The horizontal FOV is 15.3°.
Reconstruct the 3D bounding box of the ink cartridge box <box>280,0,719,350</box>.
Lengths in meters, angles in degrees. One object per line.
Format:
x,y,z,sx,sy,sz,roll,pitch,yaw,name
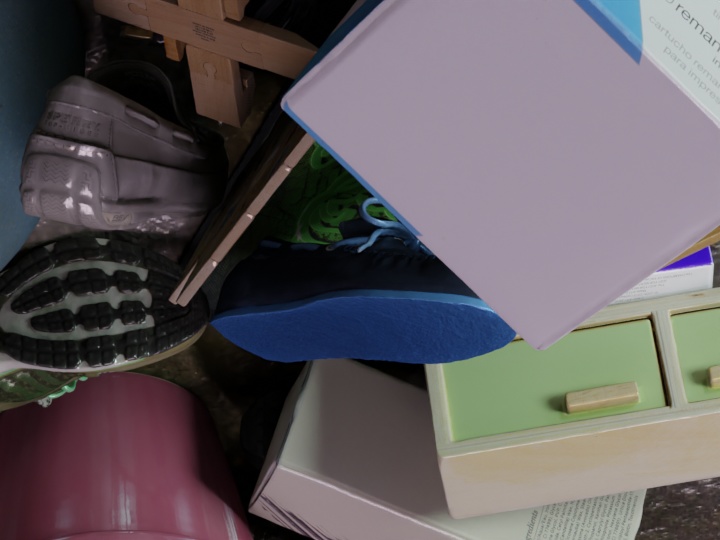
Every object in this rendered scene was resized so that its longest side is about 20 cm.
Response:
0.097,-0.105,1.064,0.147,0.200,0.146,43,134,-9,ink cartridge box

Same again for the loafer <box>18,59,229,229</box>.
-0.100,-0.061,1.226,0.070,0.070,0.200,12,-172,9,loafer

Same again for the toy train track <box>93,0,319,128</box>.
-0.064,-0.141,1.134,0.114,0.033,0.200,20,146,19,toy train track

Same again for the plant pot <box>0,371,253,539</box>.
-0.138,0.164,1.475,0.199,0.180,0.200,-4,142,-3,plant pot

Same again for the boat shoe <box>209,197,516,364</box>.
0.000,0.000,1.310,0.199,0.069,0.084,1,151,42,boat shoe

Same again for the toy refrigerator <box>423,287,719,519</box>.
0.135,0.063,1.360,0.199,0.076,0.070,-9,144,3,toy refrigerator

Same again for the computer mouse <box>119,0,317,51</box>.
-0.098,-0.154,1.185,0.199,0.046,0.141,4,146,-22,computer mouse

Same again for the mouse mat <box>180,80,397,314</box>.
0.003,-0.026,1.391,0.160,0.008,0.200,11,138,-21,mouse mat

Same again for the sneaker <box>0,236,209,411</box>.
-0.169,0.039,1.412,0.199,0.077,0.089,-11,156,14,sneaker

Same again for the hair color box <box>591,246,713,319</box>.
0.128,0.038,1.441,0.109,0.065,0.200,-7,142,-1,hair color box

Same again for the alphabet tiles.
-0.023,-0.073,1.201,0.006,0.167,0.200,34,130,-7,alphabet tiles

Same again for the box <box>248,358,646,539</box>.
0.048,0.123,1.445,0.199,0.082,0.068,24,147,-4,box

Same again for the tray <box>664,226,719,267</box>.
0.159,-0.053,1.305,0.199,0.037,0.099,-25,143,-5,tray

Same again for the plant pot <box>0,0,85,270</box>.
-0.224,-0.050,1.222,0.199,0.135,0.201,-4,142,-3,plant pot

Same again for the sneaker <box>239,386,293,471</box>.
0.007,0.129,1.541,0.199,0.076,0.088,19,142,-29,sneaker
